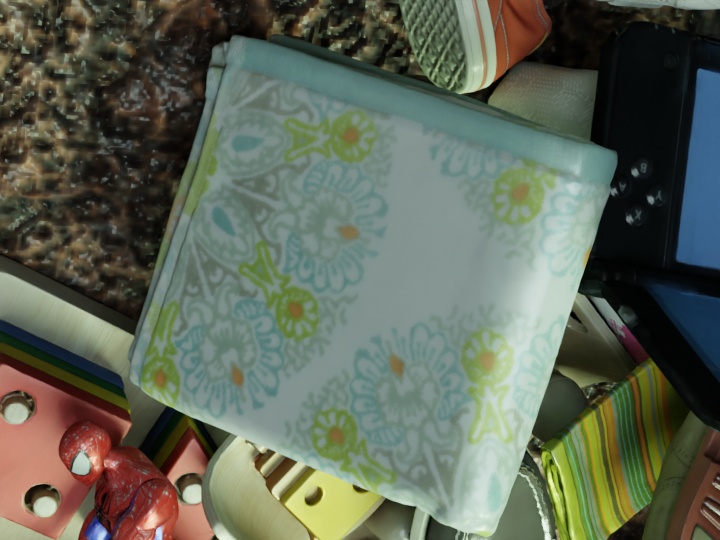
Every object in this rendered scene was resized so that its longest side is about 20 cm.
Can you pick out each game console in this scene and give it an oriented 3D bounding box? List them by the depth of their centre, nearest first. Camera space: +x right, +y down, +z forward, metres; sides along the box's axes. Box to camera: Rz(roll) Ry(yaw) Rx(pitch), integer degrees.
[{"bbox_3d":[0.203,-0.008,1.053,0.199,0.116,0.177,11,84,-30],"label":"game console"}]

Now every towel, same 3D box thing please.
[{"bbox_3d":[0.000,0.000,1.071,0.048,0.199,0.172,4,104,-60],"label":"towel"},{"bbox_3d":[0.168,0.054,1.181,0.200,0.018,0.086,-37,140,-17],"label":"towel"}]

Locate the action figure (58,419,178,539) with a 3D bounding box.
[{"bbox_3d":[-0.099,0.157,1.114,0.099,0.065,0.201,-35,119,-13],"label":"action figure"}]

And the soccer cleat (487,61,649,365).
[{"bbox_3d":[0.117,-0.027,1.161,0.070,0.086,0.200,-51,142,-21],"label":"soccer cleat"}]

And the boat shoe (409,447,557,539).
[{"bbox_3d":[0.066,0.160,1.158,0.071,0.061,0.202,-20,133,-21],"label":"boat shoe"}]

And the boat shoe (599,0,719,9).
[{"bbox_3d":[0.124,-0.149,1.072,0.199,0.069,0.071,-2,93,-50],"label":"boat shoe"}]

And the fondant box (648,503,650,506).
[{"bbox_3d":[0.230,0.131,1.180,0.144,0.200,0.058,-21,121,-2],"label":"fondant box"}]

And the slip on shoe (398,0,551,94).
[{"bbox_3d":[0.044,-0.176,1.068,0.061,0.074,0.201,-25,120,-26],"label":"slip on shoe"}]

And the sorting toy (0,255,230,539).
[{"bbox_3d":[-0.137,0.127,1.172,0.198,0.070,0.200,27,107,-23],"label":"sorting toy"}]

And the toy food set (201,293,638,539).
[{"bbox_3d":[0.033,0.082,1.155,0.200,0.060,0.144,-46,132,-6],"label":"toy food set"}]

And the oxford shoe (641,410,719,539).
[{"bbox_3d":[0.178,0.061,1.148,0.070,0.075,0.201,34,74,-17],"label":"oxford shoe"}]
